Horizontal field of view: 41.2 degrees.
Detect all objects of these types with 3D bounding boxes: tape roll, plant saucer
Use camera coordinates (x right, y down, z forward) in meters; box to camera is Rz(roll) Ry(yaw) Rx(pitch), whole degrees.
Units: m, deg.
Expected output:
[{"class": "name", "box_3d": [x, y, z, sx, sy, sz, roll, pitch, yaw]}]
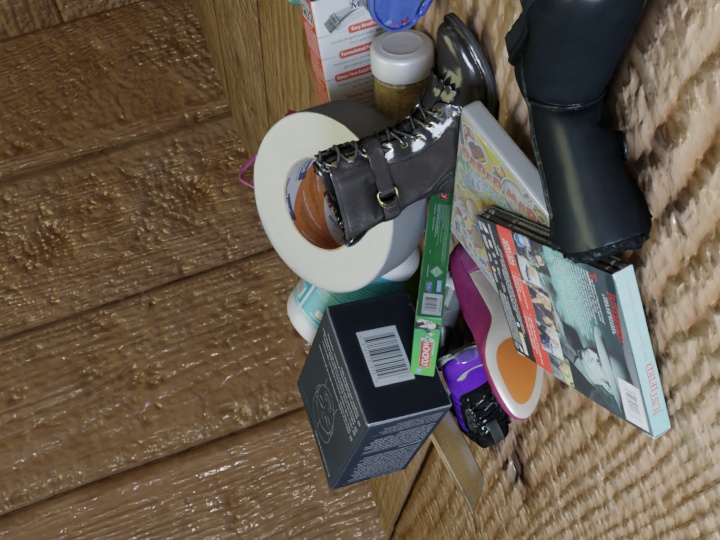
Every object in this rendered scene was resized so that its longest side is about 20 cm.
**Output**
[{"class": "tape roll", "box_3d": [-0.025, -0.081, 1.052, 0.199, 0.066, 0.203, 19, 120, 35]}, {"class": "plant saucer", "box_3d": [0.107, 0.208, 1.215, 0.202, 0.035, 0.200, 62, 178, 4]}]

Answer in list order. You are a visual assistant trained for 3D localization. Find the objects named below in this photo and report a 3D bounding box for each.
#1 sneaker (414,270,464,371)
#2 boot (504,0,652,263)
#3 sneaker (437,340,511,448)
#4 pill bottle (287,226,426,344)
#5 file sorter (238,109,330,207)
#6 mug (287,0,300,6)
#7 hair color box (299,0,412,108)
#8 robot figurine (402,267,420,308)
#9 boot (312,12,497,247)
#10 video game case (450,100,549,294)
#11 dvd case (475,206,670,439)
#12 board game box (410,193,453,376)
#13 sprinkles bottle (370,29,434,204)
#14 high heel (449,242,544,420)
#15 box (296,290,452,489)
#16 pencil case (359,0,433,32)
[{"class": "sneaker", "box_3d": [0.084, 0.097, 1.198, 0.201, 0.074, 0.116, 85, -158, -53]}, {"class": "boot", "box_3d": [0.149, -0.094, 0.603, 0.200, 0.075, 0.170, 116, 139, -86]}, {"class": "sneaker", "box_3d": [0.144, 0.154, 1.134, 0.201, 0.069, 0.100, 73, 174, -63]}, {"class": "pill bottle", "box_3d": [0.000, 0.000, 1.181, 0.201, 0.110, 0.111, -53, 45, 30]}, {"class": "file sorter", "box_3d": [-0.047, -0.089, 1.277, 0.200, 0.126, 0.139, 50, 168, -34]}, {"class": "mug", "box_3d": [-0.057, -0.386, 1.128, 0.185, 0.113, 0.153, -121, 16, -54]}, {"class": "hair color box", "box_3d": [0.004, -0.231, 1.083, 0.064, 0.110, 0.202, -122, 17, -51]}, {"class": "robot figurine", "box_3d": [0.033, 0.056, 1.346, 0.176, 0.114, 0.203, 51, -147, -63]}, {"class": "boot", "box_3d": [0.038, -0.124, 0.896, 0.069, 0.172, 0.202, -121, 16, -52]}, {"class": "video game case", "box_3d": [0.144, -0.022, 0.851, 0.201, 0.023, 0.183, 57, 164, 29]}, {"class": "dvd case", "box_3d": [0.167, 0.035, 0.782, 0.200, 0.022, 0.147, 36, 149, 64]}, {"class": "board game box", "box_3d": [0.080, -0.007, 1.032, 0.135, 0.029, 0.202, 87, -170, -60]}, {"class": "sprinkles bottle", "box_3d": [0.048, -0.161, 1.056, 0.069, 0.067, 0.202, -118, 17, -44]}, {"class": "high heel", "box_3d": [0.133, 0.060, 0.988, 0.096, 0.067, 0.202, 124, 133, -66]}, {"class": "box", "box_3d": [0.009, 0.145, 1.130, 0.201, 0.106, 0.150, 115, 140, -55]}, {"class": "pencil case", "box_3d": [0.012, -0.324, 0.966, 0.078, 0.086, 0.201, -55, 43, 31]}]
